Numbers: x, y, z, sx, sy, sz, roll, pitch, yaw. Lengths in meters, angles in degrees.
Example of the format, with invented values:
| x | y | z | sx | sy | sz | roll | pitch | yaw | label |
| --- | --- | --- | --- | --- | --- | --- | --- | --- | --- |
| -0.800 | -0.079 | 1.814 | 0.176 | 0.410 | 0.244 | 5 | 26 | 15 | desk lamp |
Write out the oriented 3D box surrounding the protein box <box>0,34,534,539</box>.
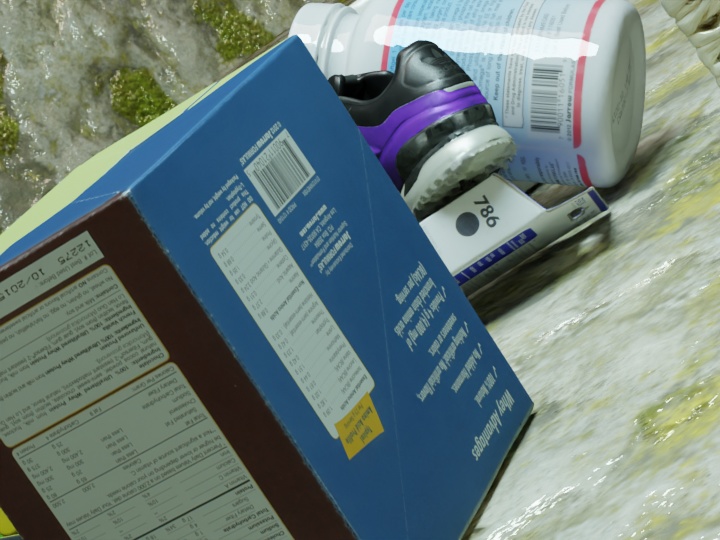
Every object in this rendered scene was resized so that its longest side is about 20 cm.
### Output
| x | y | z | sx | sy | sz | roll | pitch | yaw | label |
| --- | --- | --- | --- | --- | --- | --- | --- | --- | --- |
| -0.053 | 0.043 | 1.007 | 0.134 | 0.201 | 0.199 | -28 | 11 | 27 | protein box |

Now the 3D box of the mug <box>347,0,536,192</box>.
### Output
| x | y | z | sx | sy | sz | roll | pitch | yaw | label |
| --- | --- | --- | --- | --- | --- | --- | --- | --- | --- |
| 0.037 | -0.104 | 1.548 | 0.186 | 0.154 | 0.150 | -31 | 11 | 15 | mug |

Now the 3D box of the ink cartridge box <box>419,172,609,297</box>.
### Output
| x | y | z | sx | sy | sz | roll | pitch | yaw | label |
| --- | --- | --- | --- | --- | --- | --- | --- | --- | --- |
| 0.040 | -0.001 | 1.309 | 0.199 | 0.039 | 0.099 | -32 | -11 | 6 | ink cartridge box |

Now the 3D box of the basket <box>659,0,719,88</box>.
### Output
| x | y | z | sx | sy | sz | roll | pitch | yaw | label |
| --- | --- | --- | --- | --- | --- | --- | --- | --- | --- |
| 0.249 | -0.175 | 1.305 | 0.135 | 0.124 | 0.200 | -28 | 12 | 27 | basket |

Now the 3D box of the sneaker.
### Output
| x | y | z | sx | sy | sz | roll | pitch | yaw | label |
| --- | --- | --- | --- | --- | --- | --- | --- | --- | --- |
| 0.006 | -0.059 | 1.332 | 0.069 | 0.100 | 0.200 | -18 | -17 | -42 | sneaker |

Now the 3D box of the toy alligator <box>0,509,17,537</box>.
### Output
| x | y | z | sx | sy | sz | roll | pitch | yaw | label |
| --- | --- | --- | --- | --- | --- | --- | --- | --- | --- |
| -0.165 | 0.122 | 1.281 | 0.199 | 0.059 | 0.055 | -2 | 71 | 46 | toy alligator |

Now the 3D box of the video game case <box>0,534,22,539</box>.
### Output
| x | y | z | sx | sy | sz | roll | pitch | yaw | label |
| --- | --- | --- | --- | --- | --- | --- | --- | --- | --- |
| -0.249 | 0.207 | 1.156 | 0.179 | 0.026 | 0.200 | -12 | 28 | 24 | video game case |

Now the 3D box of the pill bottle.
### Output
| x | y | z | sx | sy | sz | roll | pitch | yaw | label |
| --- | --- | --- | --- | --- | --- | --- | --- | --- | --- |
| 0.060 | -0.109 | 1.401 | 0.198 | 0.110 | 0.109 | 6 | 25 | 18 | pill bottle |
